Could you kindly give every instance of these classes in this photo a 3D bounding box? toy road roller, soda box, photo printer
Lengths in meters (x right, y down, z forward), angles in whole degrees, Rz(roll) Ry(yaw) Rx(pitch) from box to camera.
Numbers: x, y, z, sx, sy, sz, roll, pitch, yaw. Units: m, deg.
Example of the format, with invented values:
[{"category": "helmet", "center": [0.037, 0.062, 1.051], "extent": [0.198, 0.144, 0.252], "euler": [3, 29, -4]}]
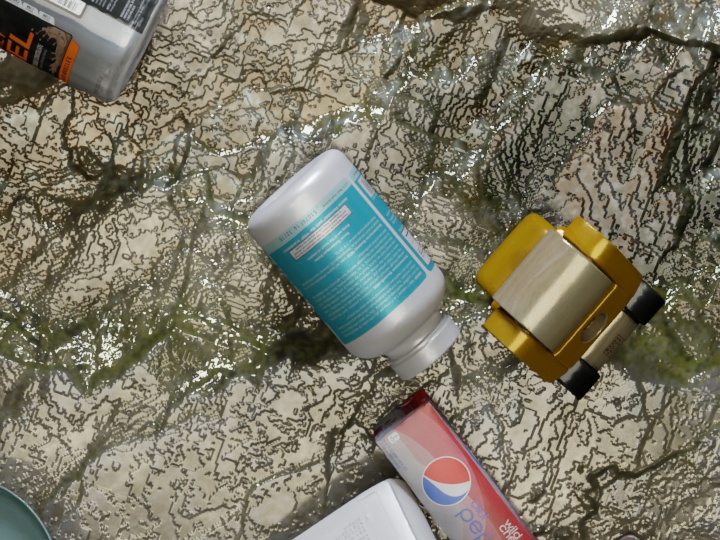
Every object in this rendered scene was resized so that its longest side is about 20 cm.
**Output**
[{"category": "toy road roller", "center": [0.161, 0.012, 1.639], "extent": [0.123, 0.200, 0.146], "euler": [-49, 61, 3]}, {"category": "soda box", "center": [0.094, 0.209, 1.714], "extent": [0.063, 0.070, 0.201], "euler": [-37, 97, 1]}, {"category": "photo printer", "center": [0.013, 0.310, 1.663], "extent": [0.166, 0.069, 0.201], "euler": [-35, 56, 10]}]

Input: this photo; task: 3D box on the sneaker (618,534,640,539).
[{"category": "sneaker", "center": [0.307, 0.284, 1.734], "extent": [0.199, 0.071, 0.113], "euler": [-25, 101, 3]}]

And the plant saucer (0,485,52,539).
[{"category": "plant saucer", "center": [-0.349, 0.288, 1.690], "extent": [0.198, 0.027, 0.202], "euler": [-1, 87, 22]}]

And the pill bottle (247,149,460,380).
[{"category": "pill bottle", "center": [0.000, 0.000, 1.662], "extent": [0.111, 0.111, 0.200], "euler": [-40, 97, 2]}]

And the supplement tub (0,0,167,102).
[{"category": "supplement tub", "center": [-0.274, -0.240, 1.611], "extent": [0.199, 0.123, 0.123], "euler": [27, 95, -5]}]
